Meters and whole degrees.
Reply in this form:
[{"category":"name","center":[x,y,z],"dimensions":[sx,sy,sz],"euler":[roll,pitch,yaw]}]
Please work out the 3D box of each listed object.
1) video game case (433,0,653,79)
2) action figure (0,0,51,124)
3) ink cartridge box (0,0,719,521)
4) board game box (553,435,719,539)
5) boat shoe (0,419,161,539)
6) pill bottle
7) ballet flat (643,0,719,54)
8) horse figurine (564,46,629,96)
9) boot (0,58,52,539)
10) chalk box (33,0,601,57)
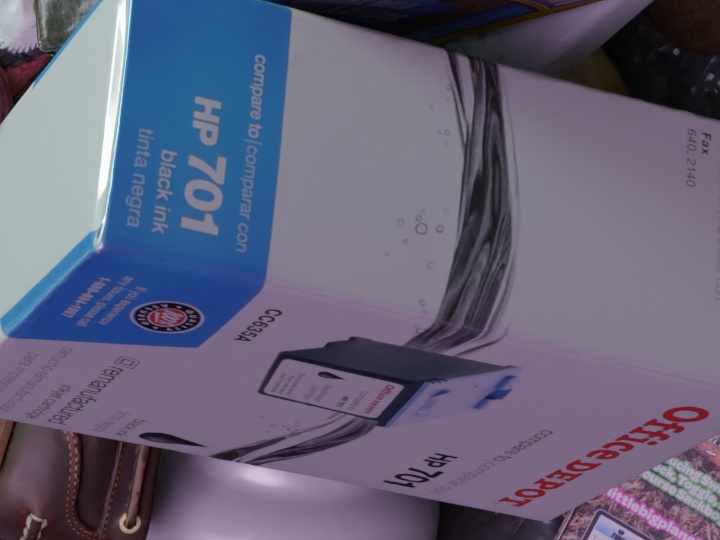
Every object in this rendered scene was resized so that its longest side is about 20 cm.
[{"category":"video game case","center":[-0.010,-0.112,0.875],"dimensions":[0.200,0.024,0.182],"euler":[-40,69,34]},{"category":"action figure","center":[-0.166,-0.044,0.821],"dimensions":[0.200,0.134,0.149],"euler":[-13,93,-10]},{"category":"ink cartridge box","center":[0.000,0.000,0.782],"dimensions":[0.200,0.086,0.146],"euler":[14,156,-20]},{"category":"board game box","center":[0.160,0.073,0.866],"dimensions":[0.159,0.097,0.200],"euler":[30,116,11]},{"category":"boat shoe","center":[-0.072,-0.006,0.880],"dimensions":[0.070,0.070,0.200],"euler":[17,92,-7]},{"category":"pill bottle","center":[-0.034,0.114,0.955],"dimensions":[0.112,0.112,0.200],"euler":[16,112,18]},{"category":"ballet flat","center":[0.111,-0.154,0.825],"dimensions":[0.068,0.072,0.200],"euler":[19,114,13]},{"category":"horse figurine","center":[0.037,-0.065,0.898],"dimensions":[0.133,0.050,0.200],"euler":[-12,97,28]},{"category":"boot","center":[-0.176,0.020,0.918],"dimensions":[0.186,0.064,0.200],"euler":[4,91,-3]},{"category":"chalk box","center":[0.017,-0.133,0.758],"dimensions":[0.200,0.124,0.124],"euler":[-10,85,36]}]
